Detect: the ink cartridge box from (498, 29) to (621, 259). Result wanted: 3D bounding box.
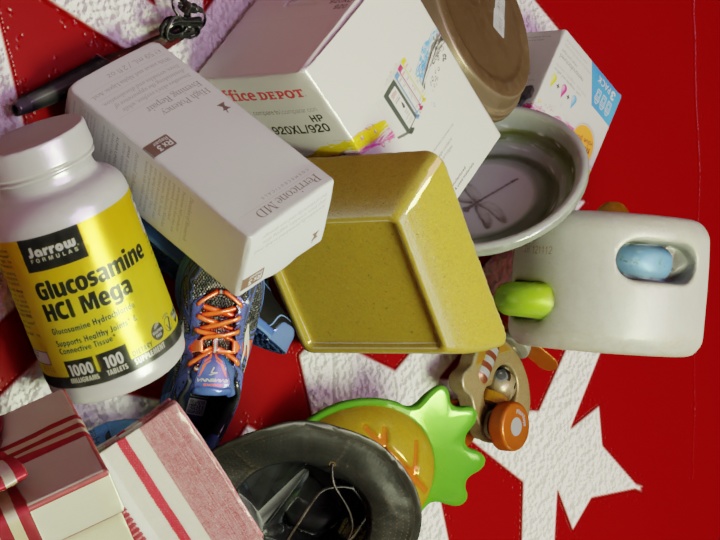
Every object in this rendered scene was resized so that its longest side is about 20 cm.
[{"bbox_3d":[0.172,-0.122,1.764,0.115,0.068,0.201,41,64,-38],"label":"ink cartridge box"}]

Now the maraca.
[{"bbox_3d":[0.015,0.174,1.574,0.199,0.107,0.138,-16,110,-16],"label":"maraca"}]

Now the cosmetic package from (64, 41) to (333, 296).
[{"bbox_3d":[-0.127,-0.081,1.381,0.102,0.200,0.074,-37,154,-38],"label":"cosmetic package"}]

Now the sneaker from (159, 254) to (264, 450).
[{"bbox_3d":[-0.115,0.066,1.426,0.075,0.079,0.201,3,116,-12],"label":"sneaker"}]

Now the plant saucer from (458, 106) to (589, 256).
[{"bbox_3d":[0.110,-0.071,1.627,0.200,0.200,0.050,-49,142,-31],"label":"plant saucer"}]

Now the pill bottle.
[{"bbox_3d":[-0.215,-0.010,1.353,0.112,0.112,0.201,-35,115,-38],"label":"pill bottle"}]

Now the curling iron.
[{"bbox_3d":[-0.199,-0.169,1.419,0.200,0.026,0.050,-34,151,-35],"label":"curling iron"}]

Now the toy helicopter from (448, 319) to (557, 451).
[{"bbox_3d":[0.123,0.068,1.719,0.132,0.079,0.201,-36,116,-43],"label":"toy helicopter"}]

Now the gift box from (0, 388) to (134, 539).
[{"bbox_3d":[-0.252,0.207,1.254,0.199,0.184,0.187,-25,113,-17],"label":"gift box"}]

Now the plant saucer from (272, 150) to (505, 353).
[{"bbox_3d":[0.000,0.000,1.488,0.049,0.199,0.201,-58,137,-44],"label":"plant saucer"}]

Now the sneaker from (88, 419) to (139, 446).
[{"bbox_3d":[-0.190,0.216,1.433,0.078,0.066,0.201,-5,103,-17],"label":"sneaker"}]

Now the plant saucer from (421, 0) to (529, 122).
[{"bbox_3d":[0.099,-0.233,1.625,0.200,0.029,0.201,36,44,-44],"label":"plant saucer"}]

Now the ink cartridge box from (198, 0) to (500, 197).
[{"bbox_3d":[-0.010,-0.140,1.527,0.145,0.147,0.200,-54,126,-29],"label":"ink cartridge box"}]

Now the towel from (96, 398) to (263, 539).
[{"bbox_3d":[-0.191,0.208,1.384,0.200,0.023,0.144,-33,111,-8],"label":"towel"}]

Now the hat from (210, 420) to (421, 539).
[{"bbox_3d":[-0.053,0.188,1.474,0.200,0.081,0.201,-3,117,-6],"label":"hat"}]

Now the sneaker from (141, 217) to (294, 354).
[{"bbox_3d":[-0.112,-0.010,1.485,0.200,0.070,0.078,45,67,-36],"label":"sneaker"}]

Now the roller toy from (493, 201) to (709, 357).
[{"bbox_3d":[0.232,0.006,1.673,0.200,0.182,0.140,7,88,-69],"label":"roller toy"}]
